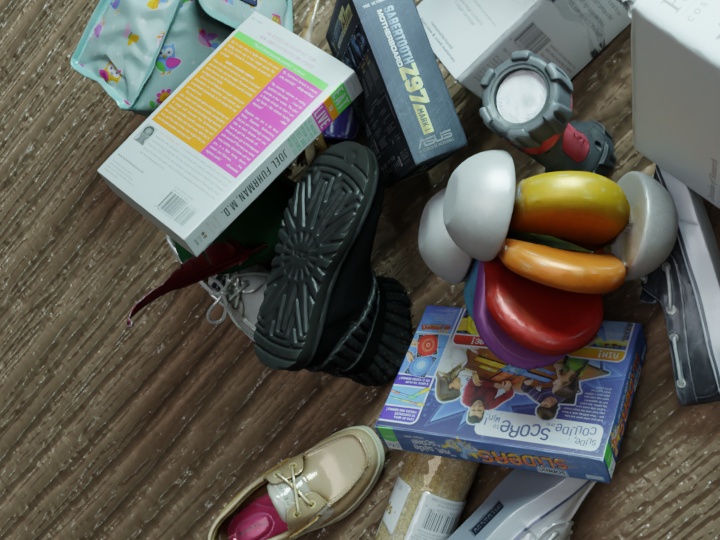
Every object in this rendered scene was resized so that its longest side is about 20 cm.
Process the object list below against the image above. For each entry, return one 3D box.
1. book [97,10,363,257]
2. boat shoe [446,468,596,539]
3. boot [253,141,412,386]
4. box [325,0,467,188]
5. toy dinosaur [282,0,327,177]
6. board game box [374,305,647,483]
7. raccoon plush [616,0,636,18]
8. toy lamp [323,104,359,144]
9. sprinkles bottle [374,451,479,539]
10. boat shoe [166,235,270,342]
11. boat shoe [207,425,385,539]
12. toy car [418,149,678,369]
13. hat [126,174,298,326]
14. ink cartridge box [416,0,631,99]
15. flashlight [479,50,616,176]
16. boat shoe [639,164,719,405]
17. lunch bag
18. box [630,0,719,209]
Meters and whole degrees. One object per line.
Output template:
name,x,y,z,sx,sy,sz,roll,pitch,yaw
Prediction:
book,-0.111,-0.118,0.903,0.200,0.048,0.133,-46,52,-13
boat shoe,0.143,0.215,0.903,0.200,0.074,0.065,-43,105,7
boot,-0.002,0.000,0.949,0.079,0.157,0.212,29,102,39
box,0.025,-0.159,0.912,0.051,0.200,0.159,-22,91,-6
toy dinosaur,-0.065,-0.150,0.998,0.107,0.060,0.201,62,146,30
board game box,0.126,0.098,0.896,0.199,0.035,0.136,4,51,30
raccoon plush,0.125,-0.249,0.779,0.133,0.096,0.201,-25,71,32
toy lamp,-0.015,-0.224,1.038,0.058,0.058,0.202,2,84,29
sprinkles bottle,0.047,0.237,0.948,0.068,0.068,0.201,23,96,28
boat shoe,-0.125,0.013,1.055,0.202,0.086,0.075,46,106,25
boat shoe,-0.064,0.217,1.009,0.200,0.069,0.074,-41,68,19
toy car,0.140,0.000,0.835,0.174,0.200,0.151,7,78,-9
hat,-0.134,0.000,0.977,0.165,0.199,0.177,-1,67,52
ink cartridge box,0.160,-0.232,0.890,0.200,0.146,0.086,-44,64,17
flashlight,0.158,-0.113,0.847,0.067,0.200,0.069,-4,81,28
boat shoe,0.256,0.008,0.860,0.067,0.072,0.202,-16,84,25
lunch bag,-0.159,-0.249,1.052,0.122,0.170,0.201,38,106,27
box,0.315,-0.152,0.740,0.199,0.200,0.171,-46,64,-6
